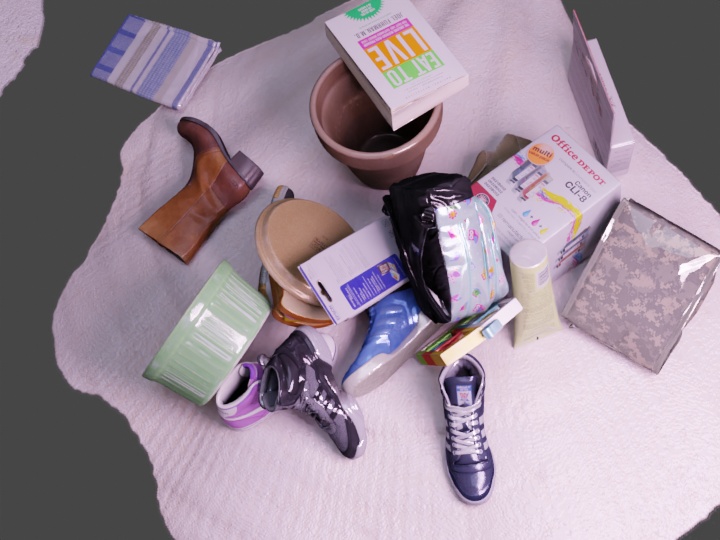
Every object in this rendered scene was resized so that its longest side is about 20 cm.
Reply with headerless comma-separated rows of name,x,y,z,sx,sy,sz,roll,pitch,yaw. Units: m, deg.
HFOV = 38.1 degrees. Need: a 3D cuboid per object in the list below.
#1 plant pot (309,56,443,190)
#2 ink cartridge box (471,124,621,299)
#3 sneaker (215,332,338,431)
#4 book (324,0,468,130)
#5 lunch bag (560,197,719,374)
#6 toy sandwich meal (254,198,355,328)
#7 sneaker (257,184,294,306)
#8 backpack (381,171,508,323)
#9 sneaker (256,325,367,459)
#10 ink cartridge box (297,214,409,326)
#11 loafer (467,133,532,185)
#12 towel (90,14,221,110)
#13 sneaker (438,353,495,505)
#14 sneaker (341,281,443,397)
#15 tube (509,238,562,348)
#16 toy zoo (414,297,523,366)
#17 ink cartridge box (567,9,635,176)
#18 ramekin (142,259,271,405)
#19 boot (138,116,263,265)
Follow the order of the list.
plant pot,0.031,-0.212,1.604,0.198,0.175,0.202,-3,64,6
ink cartridge box,0.260,-0.079,1.523,0.199,0.145,0.146,-36,61,-11
sneaker,-0.118,0.147,1.486,0.200,0.115,0.073,-39,64,-13
book,0.052,-0.317,1.533,0.133,0.048,0.201,-29,63,-10
lunch bag,0.396,0.024,1.468,0.163,0.117,0.201,32,102,17
toy sandwich meal,-0.075,-0.011,1.504,0.203,0.070,0.207,20,48,-23
sneaker,-0.108,-0.034,1.605,0.087,0.076,0.202,6,67,-7
backpack,0.120,-0.029,1.420,0.125,0.167,0.202,-18,103,-11
sneaker,-0.074,0.185,1.437,0.113,0.075,0.202,-27,94,-37
ink cartridge box,0.000,0.000,1.459,0.199,0.039,0.100,-30,86,-38
loafer,0.194,-0.139,1.607,0.200,0.076,0.067,-39,64,-22
towel,-0.356,-0.364,1.814,0.198,0.024,0.148,22,71,19
sneaker,0.144,0.210,1.421,0.069,0.109,0.202,-6,64,6
sneaker,0.025,0.087,1.515,0.200,0.077,0.111,-42,67,-13
tube,0.238,0.038,1.444,0.057,0.201,0.052,12,55,24
toy zoo,0.149,0.086,1.437,0.131,0.200,0.021,-36,91,-9
ink cartridge box,0.367,-0.270,1.585,0.044,0.177,0.202,-13,64,1
ramekin,-0.213,0.093,1.478,0.097,0.200,0.201,35,72,-6
boot,-0.282,-0.132,1.685,0.188,0.069,0.200,40,82,15
